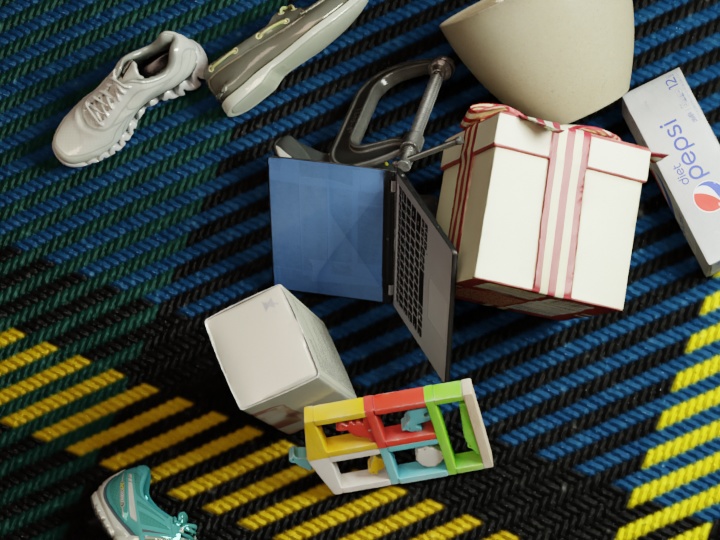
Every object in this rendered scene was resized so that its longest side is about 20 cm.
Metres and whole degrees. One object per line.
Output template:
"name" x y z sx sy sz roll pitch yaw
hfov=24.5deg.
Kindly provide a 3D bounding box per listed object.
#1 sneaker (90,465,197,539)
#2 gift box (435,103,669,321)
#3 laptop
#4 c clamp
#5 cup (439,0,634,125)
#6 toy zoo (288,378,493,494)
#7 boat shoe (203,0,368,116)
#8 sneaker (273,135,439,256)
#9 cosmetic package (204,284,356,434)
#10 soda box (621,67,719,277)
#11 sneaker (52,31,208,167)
"sneaker" -0.199 0.288 1.705 0.079 0.078 0.200 -35 74 -8
"gift box" 0.182 -0.060 1.625 0.184 0.200 0.188 13 80 -19
"laptop" 0.000 0.000 1.651 0.115 0.188 0.200 -18 48 -17
"c clamp" 0.048 -0.161 1.710 0.170 0.027 0.201 -19 35 28
"cup" 0.199 -0.228 1.692 0.199 0.200 0.144 -25 99 4
"toy zoo" 0.025 0.170 1.661 0.199 0.132 0.021 -10 48 7
"boat shoe" -0.081 -0.250 1.793 0.201 0.072 0.060 -38 79 5
"sneaker" -0.002 -0.087 1.752 0.200 0.074 0.085 37 81 6
"cosmetic package" -0.076 0.093 1.654 0.087 0.200 0.104 -24 73 4
"soda box" 0.337 -0.099 1.690 0.068 0.063 0.201 -26 76 3
"sneaker" -0.261 -0.192 1.810 0.200 0.081 0.075 -40 76 2
